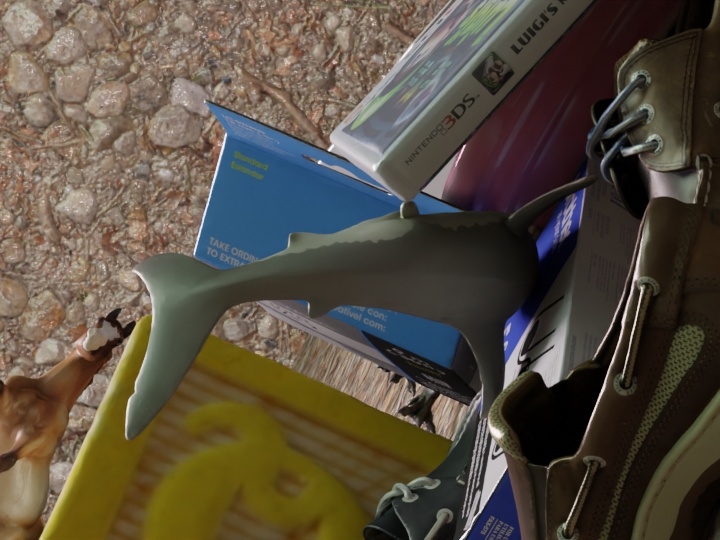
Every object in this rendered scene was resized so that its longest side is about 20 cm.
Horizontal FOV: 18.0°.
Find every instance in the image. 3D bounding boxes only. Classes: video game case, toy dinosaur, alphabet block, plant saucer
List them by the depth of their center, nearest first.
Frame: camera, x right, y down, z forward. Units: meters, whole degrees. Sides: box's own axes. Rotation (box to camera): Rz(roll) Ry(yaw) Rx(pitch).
[{"bbox_3d":[0.062,-0.107,0.900,0.182,0.023,0.200,-47,9,1],"label":"video game case"},{"bbox_3d":[0.111,-0.096,1.054,0.201,0.051,0.201,-54,-9,-13],"label":"plant saucer"},{"bbox_3d":[-0.072,0.175,1.125,0.200,0.196,0.196,120,171,-56],"label":"alphabet block"},{"bbox_3d":[0.051,0.044,1.367,0.088,0.047,0.200,-55,3,12],"label":"toy dinosaur"}]

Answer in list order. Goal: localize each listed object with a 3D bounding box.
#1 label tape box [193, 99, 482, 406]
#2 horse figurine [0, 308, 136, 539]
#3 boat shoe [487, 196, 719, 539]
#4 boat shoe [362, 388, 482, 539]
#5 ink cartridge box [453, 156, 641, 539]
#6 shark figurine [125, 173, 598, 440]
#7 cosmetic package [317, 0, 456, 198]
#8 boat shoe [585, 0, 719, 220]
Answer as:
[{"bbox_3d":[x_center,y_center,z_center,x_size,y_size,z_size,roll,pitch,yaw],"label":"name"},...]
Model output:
[{"bbox_3d":[0.000,0.000,1.094,0.064,0.144,0.200,-64,-19,-7],"label":"label tape box"},{"bbox_3d":[-0.186,0.117,1.171,0.133,0.050,0.201,-34,-37,-74],"label":"horse figurine"},{"bbox_3d":[0.074,0.057,0.717,0.075,0.075,0.203,-72,7,-59],"label":"boat shoe"},{"bbox_3d":[0.028,0.130,1.020,0.074,0.060,0.201,123,170,-65],"label":"boat shoe"},{"bbox_3d":[0.084,0.039,0.922,0.094,0.044,0.200,-62,5,29],"label":"ink cartridge box"},{"bbox_3d":[0.018,0.019,0.886,0.128,0.214,0.090,-21,80,46],"label":"shark figurine"},{"bbox_3d":[0.039,-0.057,1.341,0.200,0.113,0.081,-52,0,41],"label":"cosmetic package"},{"bbox_3d":[0.117,-0.048,0.791,0.072,0.072,0.201,120,173,-63],"label":"boat shoe"}]
